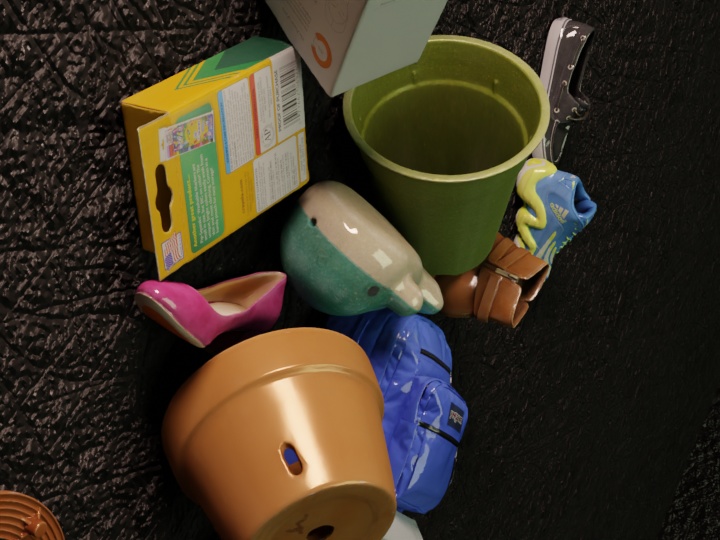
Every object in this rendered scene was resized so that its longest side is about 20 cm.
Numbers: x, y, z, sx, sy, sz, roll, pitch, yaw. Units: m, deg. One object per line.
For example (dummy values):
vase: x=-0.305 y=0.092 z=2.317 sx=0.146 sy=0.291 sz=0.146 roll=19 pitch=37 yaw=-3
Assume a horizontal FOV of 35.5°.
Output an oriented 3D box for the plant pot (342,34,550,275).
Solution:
plant pot: x=0.082 y=-0.098 z=1.141 sx=0.201 sy=0.198 sz=0.191 roll=-53 pitch=157 yaw=-33

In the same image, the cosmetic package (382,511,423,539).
cosmetic package: x=-0.048 y=0.294 z=1.094 sx=0.199 sy=0.052 sz=0.151 roll=-30 pitch=147 yaw=11

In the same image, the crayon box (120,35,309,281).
crayon box: x=-0.120 y=-0.095 z=0.899 sx=0.200 sy=0.051 sz=0.127 roll=-40 pitch=136 yaw=-47

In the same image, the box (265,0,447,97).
box: x=0.006 y=-0.251 z=0.858 sx=0.097 sy=0.125 sz=0.200 roll=-25 pitch=163 yaw=-27

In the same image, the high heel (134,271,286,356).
high heel: x=-0.117 y=0.018 z=0.933 sx=0.097 sy=0.067 sz=0.200 roll=-59 pitch=154 yaw=-7

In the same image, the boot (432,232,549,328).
boot: x=0.146 y=-0.030 z=1.287 sx=0.202 sy=0.153 sz=0.074 roll=-64 pitch=149 yaw=-18

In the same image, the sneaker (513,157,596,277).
sneaker: x=0.265 y=-0.054 z=1.534 sx=0.076 sy=0.104 sz=0.202 roll=-48 pitch=141 yaw=-37

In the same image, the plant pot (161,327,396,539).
plant pot: x=-0.056 y=0.169 z=0.956 sx=0.198 sy=0.141 sz=0.202 roll=-16 pitch=139 yaw=-15

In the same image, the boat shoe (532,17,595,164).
boat shoe: x=0.277 y=-0.233 z=1.507 sx=0.070 sy=0.066 sz=0.203 roll=-13 pitch=114 yaw=-57

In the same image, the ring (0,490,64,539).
ring: x=-0.284 y=0.260 z=0.818 sx=0.200 sy=0.019 sz=0.203 roll=-36 pitch=133 yaw=-50

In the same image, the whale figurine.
whale figurine: x=0.000 y=0.000 z=1.074 sx=0.104 sy=0.159 sz=0.200 roll=-47 pitch=144 yaw=8

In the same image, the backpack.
backpack: x=0.025 y=0.138 z=1.153 sx=0.163 sy=0.166 sz=0.202 roll=46 pitch=59 yaw=-64
